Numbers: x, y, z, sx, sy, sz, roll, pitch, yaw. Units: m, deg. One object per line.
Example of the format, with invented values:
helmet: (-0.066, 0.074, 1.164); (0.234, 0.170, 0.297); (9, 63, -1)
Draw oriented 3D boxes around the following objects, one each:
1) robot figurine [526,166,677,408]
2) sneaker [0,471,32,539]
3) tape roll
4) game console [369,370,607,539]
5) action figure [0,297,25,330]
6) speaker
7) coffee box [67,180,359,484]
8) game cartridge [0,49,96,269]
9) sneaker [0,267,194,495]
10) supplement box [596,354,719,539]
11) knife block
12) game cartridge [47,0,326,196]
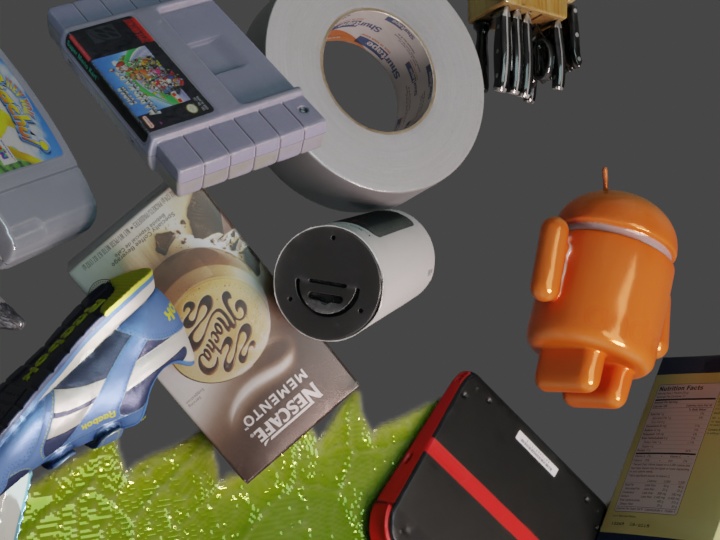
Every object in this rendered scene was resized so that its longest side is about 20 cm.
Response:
robot figurine: (0.213, 0.018, 1.127); (0.142, 0.117, 0.202); (16, 74, 2)
sneaker: (-0.273, 0.203, 0.852); (0.080, 0.076, 0.203); (13, 69, -20)
tape roll: (0.001, -0.152, 1.051); (0.198, 0.066, 0.203); (8, 73, -25)
game console: (0.111, 0.213, 1.091); (0.200, 0.031, 0.178); (45, 58, -17)
action figure: (-0.285, 0.019, 0.820); (0.103, 0.193, 0.202); (-11, 119, -24)
speaker: (0.000, 0.000, 0.961); (0.080, 0.200, 0.082); (1, 96, 14)
coffee box: (-0.108, 0.039, 0.943); (0.113, 0.080, 0.201); (-40, 102, -6)
game cartridge: (-0.263, -0.101, 0.876); (0.201, 0.040, 0.133); (56, 18, -3)
sneaker: (-0.187, 0.091, 0.841); (0.200, 0.074, 0.083); (-46, 116, -18)
supplement box: (0.346, 0.209, 1.150); (0.199, 0.134, 0.201); (37, 66, -26)
knife block: (0.130, -0.255, 1.150); (0.176, 0.064, 0.201); (-44, 104, -28)
game cartridge: (-0.131, -0.142, 0.939); (0.129, 0.039, 0.200); (-20, 53, -33)
